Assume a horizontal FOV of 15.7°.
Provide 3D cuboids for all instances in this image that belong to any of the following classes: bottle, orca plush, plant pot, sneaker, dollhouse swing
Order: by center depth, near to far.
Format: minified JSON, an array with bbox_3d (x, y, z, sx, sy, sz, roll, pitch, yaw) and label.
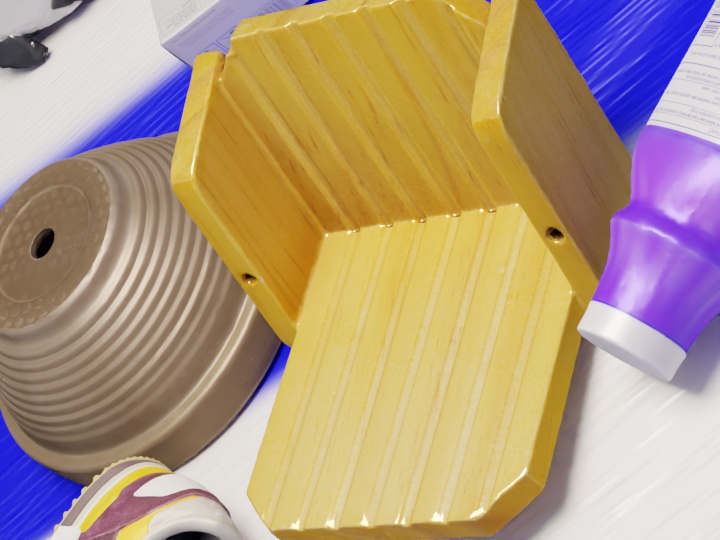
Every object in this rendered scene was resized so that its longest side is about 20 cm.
[{"bbox_3d":[0.162,-0.049,1.130,0.083,0.065,0.200,23,82,49],"label":"bottle"},{"bbox_3d":[0.000,0.000,1.187,0.200,0.182,0.176,-7,40,40],"label":"dollhouse swing"},{"bbox_3d":[-0.133,0.187,1.252,0.090,0.075,0.200,25,84,54],"label":"sneaker"},{"bbox_3d":[-0.134,0.004,1.357,0.200,0.093,0.201,-23,50,31],"label":"plant pot"},{"bbox_3d":[-0.198,-0.194,1.565,0.200,0.105,0.071,-41,12,20],"label":"orca plush"}]

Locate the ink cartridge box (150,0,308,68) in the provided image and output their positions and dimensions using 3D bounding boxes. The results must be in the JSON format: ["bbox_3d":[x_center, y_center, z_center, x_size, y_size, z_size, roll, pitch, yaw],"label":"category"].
[{"bbox_3d":[-0.032,-0.202,1.429,0.200,0.044,0.094,-35,47,21],"label":"ink cartridge box"}]
